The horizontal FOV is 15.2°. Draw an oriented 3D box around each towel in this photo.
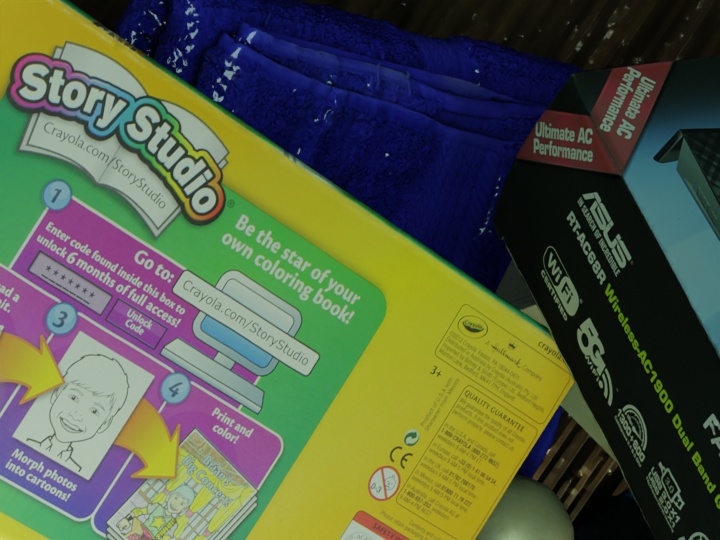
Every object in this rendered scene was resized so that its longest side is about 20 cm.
[{"bbox_3d":[0.000,0.000,0.785,0.199,0.049,0.149,9,96,-48],"label":"towel"}]

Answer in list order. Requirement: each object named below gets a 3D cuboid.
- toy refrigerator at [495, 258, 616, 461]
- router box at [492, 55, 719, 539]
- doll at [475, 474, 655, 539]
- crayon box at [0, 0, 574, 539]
[{"bbox_3d":[0.131,0.047,0.803,0.200,0.070,0.076,45,51,-22],"label":"toy refrigerator"},{"bbox_3d":[0.153,0.014,0.693,0.199,0.062,0.150,-9,58,-27],"label":"router box"},{"bbox_3d":[0.109,0.129,0.840,0.200,0.048,0.137,37,63,-16],"label":"doll"},{"bbox_3d":[-0.052,0.019,0.679,0.200,0.058,0.119,34,88,-31],"label":"crayon box"}]
